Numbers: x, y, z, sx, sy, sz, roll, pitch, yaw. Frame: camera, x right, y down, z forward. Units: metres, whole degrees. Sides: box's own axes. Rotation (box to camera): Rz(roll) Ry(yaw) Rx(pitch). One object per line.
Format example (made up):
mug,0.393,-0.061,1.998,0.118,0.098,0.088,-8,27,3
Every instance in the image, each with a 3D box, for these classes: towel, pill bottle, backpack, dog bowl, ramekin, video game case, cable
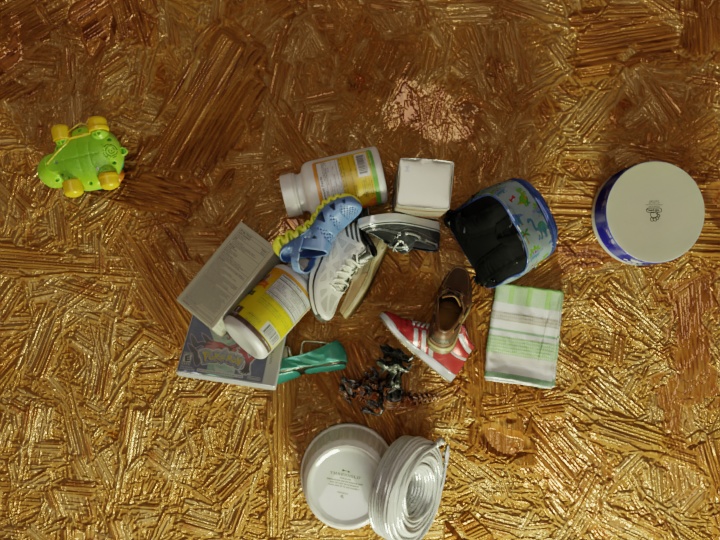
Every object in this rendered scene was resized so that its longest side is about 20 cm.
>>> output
towel,0.336,0.133,1.243,0.146,0.031,0.204,7,89,1
pill bottle,-0.053,-0.166,1.189,0.196,0.111,0.113,-13,89,-1
backpack,0.284,-0.080,1.163,0.145,0.200,0.185,-27,87,-19
dog bowl,0.572,-0.113,1.217,0.196,0.079,0.204,0,89,2
ramekin,-0.027,0.417,1.215,0.198,0.094,0.206,0,90,2
video game case,-0.249,0.135,1.221,0.196,0.023,0.185,8,61,2
cable,0.090,0.419,1.167,0.068,0.199,0.204,6,86,38
pill bottle,-0.164,0.066,1.189,0.109,0.109,0.200,42,66,1

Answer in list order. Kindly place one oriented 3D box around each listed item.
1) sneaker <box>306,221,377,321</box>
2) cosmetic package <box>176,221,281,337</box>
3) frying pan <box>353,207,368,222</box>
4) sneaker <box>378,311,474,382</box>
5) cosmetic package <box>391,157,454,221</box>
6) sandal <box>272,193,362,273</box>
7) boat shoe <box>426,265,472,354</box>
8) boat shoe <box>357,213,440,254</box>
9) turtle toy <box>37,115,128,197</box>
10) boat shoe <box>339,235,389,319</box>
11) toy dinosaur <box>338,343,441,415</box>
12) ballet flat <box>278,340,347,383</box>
sneaker,-0.033,-0.003,1.167,0.114,0.075,0.204,-3,72,36
cosmetic package,-0.257,0.017,1.209,0.103,0.073,0.201,35,76,14
frying pan,-0.075,-0.122,1.256,0.186,0.031,0.117,9,89,5
sneaker,0.139,0.121,1.228,0.199,0.071,0.113,39,94,-6
cosmetic package,0.114,-0.150,1.167,0.101,0.200,0.089,5,88,2
sandal,-0.073,-0.063,1.143,0.199,0.079,0.088,-39,52,18
boat shoe,0.180,0.065,1.185,0.071,0.068,0.202,16,52,10
boat shoe,0.080,-0.068,1.193,0.198,0.071,0.069,6,78,-40
turtle toy,-0.564,-0.220,1.234,0.196,0.101,0.148,-12,89,2
boat shoe,0.000,0.000,1.238,0.064,0.071,0.202,25,80,6
toy dinosaur,0.058,0.233,1.233,0.196,0.102,0.138,4,105,-17
ballet flat,-0.125,0.184,1.244,0.196,0.068,0.071,-13,65,1
